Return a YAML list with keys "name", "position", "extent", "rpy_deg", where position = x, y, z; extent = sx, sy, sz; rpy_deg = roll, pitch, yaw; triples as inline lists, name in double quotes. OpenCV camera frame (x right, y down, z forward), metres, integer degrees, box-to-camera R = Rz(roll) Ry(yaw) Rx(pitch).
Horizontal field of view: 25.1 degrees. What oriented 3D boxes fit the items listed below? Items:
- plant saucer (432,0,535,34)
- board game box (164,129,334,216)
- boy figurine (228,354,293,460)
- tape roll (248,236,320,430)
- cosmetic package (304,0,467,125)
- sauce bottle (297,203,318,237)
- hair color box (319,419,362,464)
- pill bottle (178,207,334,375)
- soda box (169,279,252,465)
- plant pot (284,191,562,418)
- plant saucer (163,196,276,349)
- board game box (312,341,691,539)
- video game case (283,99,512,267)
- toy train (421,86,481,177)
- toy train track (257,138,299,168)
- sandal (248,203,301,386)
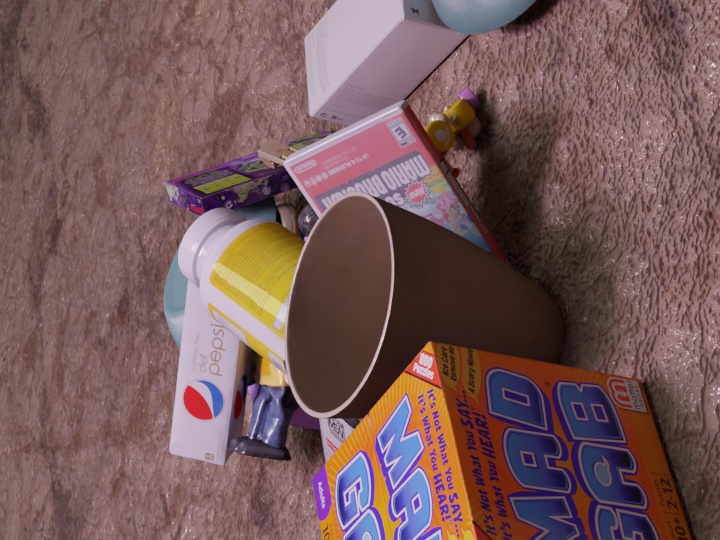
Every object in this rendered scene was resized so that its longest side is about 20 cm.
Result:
- name: "plant saucer"
  position: [0.125, -0.323, 1.525]
  extent: [0.199, 0.036, 0.201]
  rpy_deg: [-27, 52, 40]
- name: "board game box"
  position: [-0.101, -0.107, 1.763]
  extent: [0.120, 0.199, 0.032]
  rpy_deg: [30, 136, 60]
- name: "boy figurine"
  position: [-0.082, 0.091, 1.642]
  extent: [0.124, 0.064, 0.201]
  rpy_deg: [-168, 87, -72]
- name: "tape roll"
  position: [-0.052, 0.067, 1.733]
  extent: [0.200, 0.065, 0.201]
  rpy_deg: [-32, 53, 55]
- name: "cosmetic package"
  position: [0.023, -0.244, 1.690]
  extent: [0.200, 0.084, 0.108]
  rpy_deg: [-38, 48, 50]
- name: "sauce bottle"
  position: [0.000, 0.000, 1.615]
  extent: [0.200, 0.066, 0.066]
  rpy_deg: [46, 121, 40]
- name: "hair color box"
  position: [0.016, 0.210, 1.464]
  extent: [0.101, 0.061, 0.201]
  rpy_deg: [-145, 43, -63]
- name: "pill bottle"
  position: [-0.081, 0.020, 1.528]
  extent: [0.200, 0.112, 0.113]
  rpy_deg: [35, 112, 35]
- name: "soda box"
  position: [-0.150, 0.094, 1.671]
  extent: [0.068, 0.063, 0.201]
  rpy_deg: [-56, -25, -70]
- name: "plant pot"
  position: [0.066, 0.045, 1.370]
  extent: [0.187, 0.199, 0.189]
  rpy_deg: [-34, 50, 54]
- name: "plant saucer"
  position: [-0.163, -0.009, 1.769]
  extent: [0.200, 0.036, 0.201]
  rpy_deg: [-43, 31, 34]
- name: "board game box"
  position: [0.106, 0.205, 1.231]
  extent: [0.200, 0.199, 0.201]
  rpy_deg: [-52, 38, 41]
- name: "video game case"
  position: [0.037, -0.043, 1.458]
  extent: [0.142, 0.201, 0.017]
  rpy_deg: [-22, 20, 36]
- name: "toy train"
  position: [0.056, -0.102, 1.556]
  extent: [0.150, 0.056, 0.200]
  rpy_deg: [-38, 6, 25]
- name: "toy train track"
  position: [-0.020, -0.088, 1.672]
  extent: [0.199, 0.115, 0.033]
  rpy_deg: [23, 141, 28]
- name: "sandal"
  position: [-0.114, 0.023, 1.738]
  extent: [0.080, 0.054, 0.201]
  rpy_deg: [25, 102, 62]
